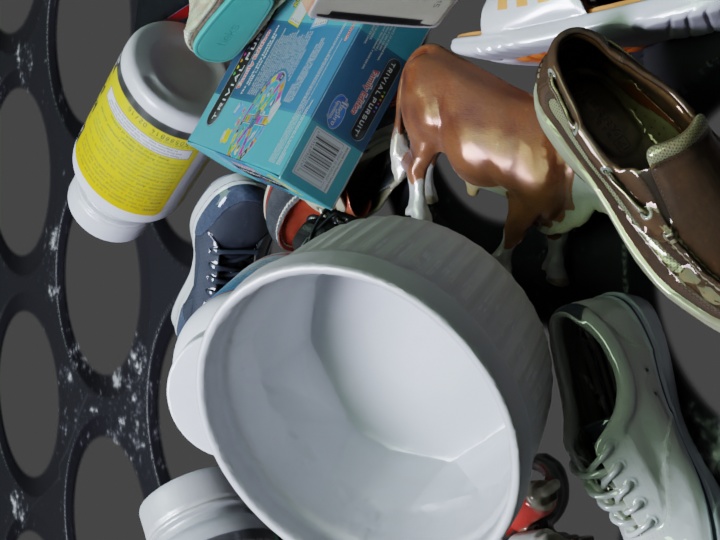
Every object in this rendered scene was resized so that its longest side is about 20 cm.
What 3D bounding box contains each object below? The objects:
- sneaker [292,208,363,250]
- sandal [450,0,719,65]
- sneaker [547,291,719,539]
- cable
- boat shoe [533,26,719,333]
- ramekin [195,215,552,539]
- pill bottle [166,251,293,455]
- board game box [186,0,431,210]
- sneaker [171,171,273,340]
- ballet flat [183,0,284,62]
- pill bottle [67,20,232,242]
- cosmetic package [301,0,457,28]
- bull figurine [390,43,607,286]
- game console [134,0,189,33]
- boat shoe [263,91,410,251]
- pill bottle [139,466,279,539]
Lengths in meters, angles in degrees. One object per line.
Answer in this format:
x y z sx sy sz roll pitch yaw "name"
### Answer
0.000 0.000 0.914 0.076 0.090 0.200 -55 13 -9 "sneaker"
0.139 -0.155 0.778 0.205 0.079 0.060 -3 88 47 "sandal"
0.150 0.111 0.778 0.073 0.070 0.202 -39 61 49 "sneaker"
0.082 0.183 0.900 0.200 0.050 0.098 -36 60 49 "cable"
0.159 -0.045 0.707 0.202 0.075 0.075 46 169 21 "boat shoe"
0.016 0.066 0.789 0.198 0.105 0.203 13 121 22 "ramekin"
-0.068 0.058 0.969 0.200 0.107 0.110 -51 -38 -75 "pill bottle"
-0.038 -0.133 0.970 0.152 0.047 0.200 -61 26 -2 "board game box"
-0.097 0.035 1.110 0.204 0.076 0.147 109 152 -43 "sneaker"
-0.067 -0.220 0.972 0.199 0.067 0.063 -32 54 43 "ballet flat"
-0.186 -0.113 1.211 0.200 0.110 0.112 -49 54 44 "pill bottle"
-0.008 -0.248 0.811 0.087 0.102 0.202 -49 53 44 "cosmetic package"
0.093 -0.063 0.842 0.199 0.065 0.123 38 125 38 "bull figurine"
-0.144 -0.311 1.174 0.176 0.031 0.203 -9 73 54 "game console"
-0.006 -0.068 0.993 0.200 0.070 0.063 -44 53 40 "boat shoe"
-0.106 0.270 1.122 0.113 0.112 0.202 -52 52 43 "pill bottle"
